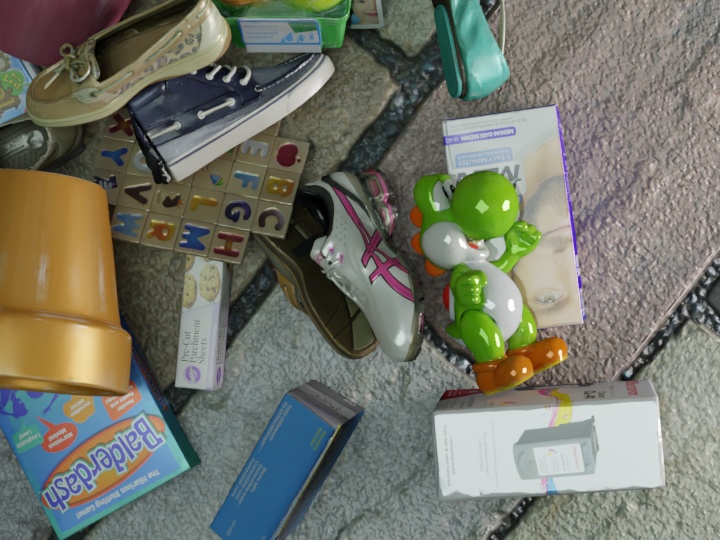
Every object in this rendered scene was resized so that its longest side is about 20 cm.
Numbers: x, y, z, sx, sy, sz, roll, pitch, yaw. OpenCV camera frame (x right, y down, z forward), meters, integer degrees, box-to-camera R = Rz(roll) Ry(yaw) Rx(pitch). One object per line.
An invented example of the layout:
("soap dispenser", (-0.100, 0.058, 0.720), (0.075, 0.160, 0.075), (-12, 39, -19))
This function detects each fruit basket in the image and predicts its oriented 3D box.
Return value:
("fruit basket", (-0.078, -0.277, 1.537), (0.183, 0.200, 0.095), (2, 65, 8))

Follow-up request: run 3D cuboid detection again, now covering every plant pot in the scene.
("plant pot", (-0.277, -0.293, 1.581), (0.199, 0.200, 0.180), (26, 111, 7))
("plant pot", (-0.299, 0.011, 1.542), (0.198, 0.200, 0.185), (4, 82, 8))

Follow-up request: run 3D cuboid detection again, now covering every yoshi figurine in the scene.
("yoshi figurine", (0.117, -0.002, 1.507), (0.111, 0.112, 0.202), (-24, 86, -5))

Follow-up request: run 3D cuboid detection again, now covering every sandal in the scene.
("sandal", (-0.049, 0.004, 1.610), (0.200, 0.080, 0.054), (50, 141, 18))

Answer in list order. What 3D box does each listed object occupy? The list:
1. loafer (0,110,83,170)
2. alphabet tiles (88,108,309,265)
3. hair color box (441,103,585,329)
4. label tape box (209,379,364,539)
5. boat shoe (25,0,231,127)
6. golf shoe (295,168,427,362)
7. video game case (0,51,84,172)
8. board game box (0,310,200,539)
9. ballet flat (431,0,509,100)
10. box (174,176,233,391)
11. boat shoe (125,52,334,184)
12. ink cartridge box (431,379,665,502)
("loafer", (-0.357, -0.097, 1.628), (0.199, 0.068, 0.076), (-35, 87, 8))
("alphabet tiles", (-0.154, -0.093, 1.614), (0.198, 0.006, 0.168), (11, 68, 9))
("hair color box", (0.141, -0.045, 1.581), (0.108, 0.065, 0.202), (-8, 92, 9))
("label tape box", (-0.070, 0.181, 1.548), (0.063, 0.200, 0.145), (31, 95, 6))
("boat shoe", (-0.216, -0.193, 1.532), (0.199, 0.063, 0.074), (-25, 56, 5))
("golf shoe", (0.000, 0.000, 1.560), (0.091, 0.073, 0.201), (-8, 57, -19))
("video game case", (-0.393, -0.156, 1.676), (0.181, 0.022, 0.201), (-32, 87, 8))
("board game box", (-0.267, 0.135, 1.654), (0.151, 0.045, 0.201), (-30, 88, 8))
("ballet flat", (0.093, -0.258, 1.589), (0.070, 0.067, 0.202), (-15, 89, -16))
("box", (-0.146, 0.012, 1.636), (0.041, 0.039, 0.202), (6, 92, 9))
("boat shoe", (-0.125, -0.168, 1.581), (0.199, 0.075, 0.093), (-34, 108, -10))
("ink cartridge box", (0.168, 0.150, 1.540), (0.198, 0.148, 0.087), (-5, 92, 7))
